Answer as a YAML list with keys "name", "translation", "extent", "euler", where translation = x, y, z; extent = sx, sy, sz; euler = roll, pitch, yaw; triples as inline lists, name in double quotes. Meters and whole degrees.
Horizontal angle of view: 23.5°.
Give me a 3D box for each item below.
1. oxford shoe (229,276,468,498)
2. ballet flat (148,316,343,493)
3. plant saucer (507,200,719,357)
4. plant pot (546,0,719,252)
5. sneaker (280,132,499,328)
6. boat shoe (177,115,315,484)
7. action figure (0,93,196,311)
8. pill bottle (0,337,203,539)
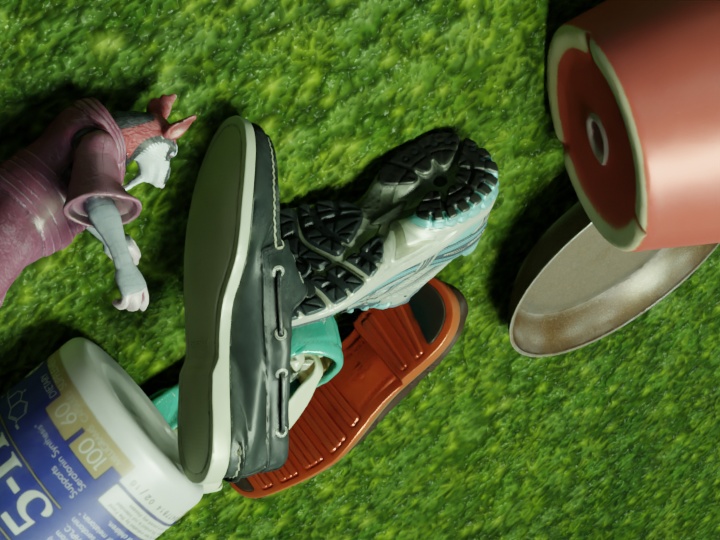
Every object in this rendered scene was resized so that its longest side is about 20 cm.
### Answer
- name: "oxford shoe"
  translation: [-0.005, 0.082, 1.139]
  extent: [0.200, 0.071, 0.072]
  euler: [-38, 163, 14]
- name: "ballet flat"
  translation: [-0.091, 0.094, 1.072]
  extent: [0.200, 0.071, 0.067]
  euler: [-40, 145, 1]
- name: "plant saucer"
  translation: [0.180, -0.015, 1.205]
  extent: [0.199, 0.032, 0.201]
  euler: [-28, 152, -16]
- name: "plant pot"
  translation: [0.220, -0.104, 1.048]
  extent: [0.176, 0.201, 0.201]
  euler: [-18, 140, -10]
- name: "sneaker"
  translation: [0.000, 0.000, 1.049]
  extent: [0.199, 0.078, 0.087]
  euler: [-26, 146, -17]
- name: "boat shoe"
  translation: [-0.057, 0.018, 0.957]
  extent: [0.066, 0.074, 0.201]
  euler: [4, 86, -28]
- name: "action figure"
  translation: [-0.172, -0.034, 0.870]
  extent: [0.200, 0.134, 0.149]
  euler: [-43, 104, -17]
- name: "pill bottle"
  translation: [-0.200, 0.144, 0.987]
  extent: [0.200, 0.120, 0.120]
  euler: [-40, 144, 0]
